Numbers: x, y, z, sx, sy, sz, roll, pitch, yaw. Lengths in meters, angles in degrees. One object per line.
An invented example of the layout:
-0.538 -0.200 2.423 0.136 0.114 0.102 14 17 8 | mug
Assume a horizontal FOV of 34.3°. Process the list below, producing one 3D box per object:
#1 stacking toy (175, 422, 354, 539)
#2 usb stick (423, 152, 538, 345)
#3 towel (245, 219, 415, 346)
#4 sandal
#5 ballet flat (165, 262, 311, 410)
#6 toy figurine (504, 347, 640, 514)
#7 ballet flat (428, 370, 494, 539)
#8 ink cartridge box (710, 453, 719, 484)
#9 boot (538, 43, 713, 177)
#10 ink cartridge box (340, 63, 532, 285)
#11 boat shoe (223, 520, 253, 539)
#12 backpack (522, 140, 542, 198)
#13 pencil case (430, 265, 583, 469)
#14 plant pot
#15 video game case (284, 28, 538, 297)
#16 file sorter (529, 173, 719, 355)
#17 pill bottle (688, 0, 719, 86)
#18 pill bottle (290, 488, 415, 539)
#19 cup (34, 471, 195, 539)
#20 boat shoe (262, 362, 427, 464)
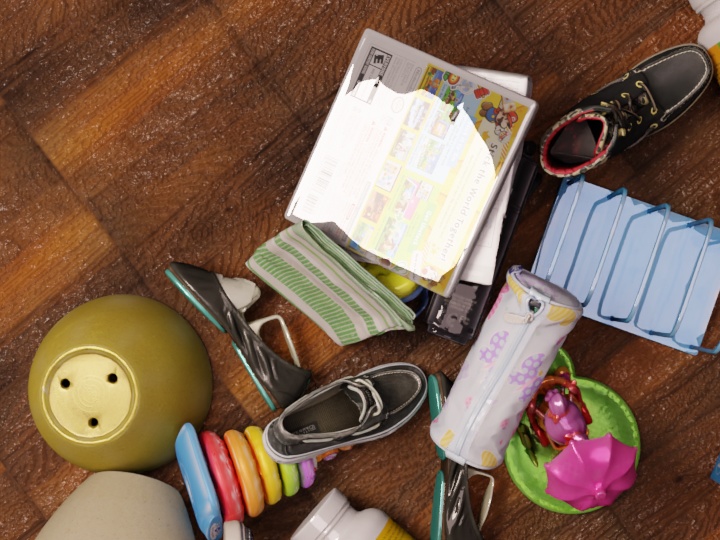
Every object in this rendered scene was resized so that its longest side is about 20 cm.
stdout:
-0.088 0.203 1.246 0.199 0.116 0.110 -16 62 -16 | stacking toy
0.119 -0.026 1.146 0.055 0.033 0.201 21 86 0 | usb stick
-0.035 0.019 1.181 0.152 0.200 0.023 42 71 -11 | towel
0.000 0.000 1.221 0.080 0.087 0.200 -47 44 -11 | sandal
-0.124 0.057 1.257 0.068 0.068 0.200 -38 98 -7 | ballet flat
0.216 0.165 1.187 0.150 0.184 0.201 -25 88 1 | toy figurine
0.108 0.206 1.253 0.068 0.068 0.201 -1 95 -8 | ballet flat
0.443 0.144 1.213 0.067 0.116 0.201 21 89 3 | ink cartridge box
0.269 -0.158 1.184 0.203 0.154 0.074 -32 92 16 | boot
0.071 -0.100 1.135 0.162 0.057 0.201 11 99 15 | ink cartridge box
-0.092 0.320 1.210 0.092 0.200 0.075 -4 50 -4 | boat shoe
0.069 -0.103 1.227 0.200 0.127 0.167 40 79 3 | backpack
0.143 0.098 1.149 0.083 0.091 0.200 25 109 -2 | pencil case
-0.265 0.126 1.225 0.199 0.142 0.201 0 90 2 | plant pot
0.046 -0.102 1.107 0.182 0.023 0.201 26 97 13 | video game case
0.291 -0.008 1.218 0.199 0.123 0.139 19 89 3 | file sorter
0.424 -0.228 1.222 0.111 0.111 0.200 -29 88 1 | pill bottle
0.024 0.323 1.230 0.200 0.104 0.104 42 91 2 | pill bottle
-0.251 0.294 1.214 0.199 0.200 0.144 7 61 2 | cup
-0.005 0.146 1.215 0.200 0.071 0.072 -24 76 -28 | boat shoe
